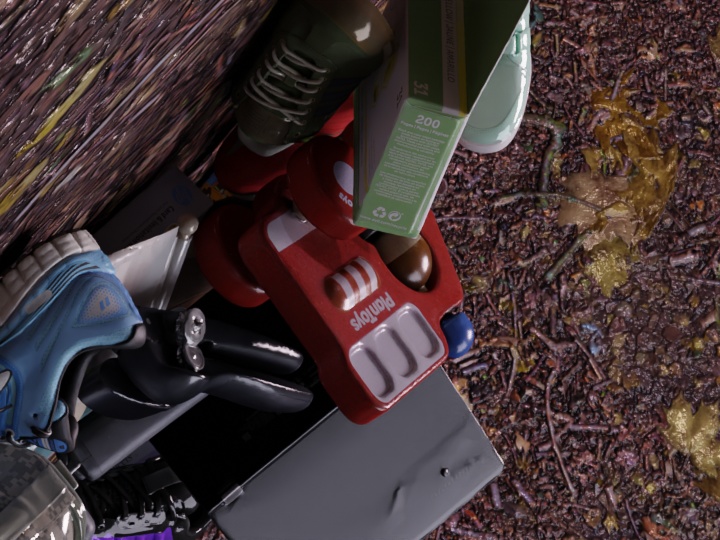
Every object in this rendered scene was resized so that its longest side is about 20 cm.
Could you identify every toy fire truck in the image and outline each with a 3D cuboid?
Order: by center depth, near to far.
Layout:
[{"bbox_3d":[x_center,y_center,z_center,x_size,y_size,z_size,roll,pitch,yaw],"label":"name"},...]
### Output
[{"bbox_3d":[0.000,0.000,1.438,0.112,0.168,0.200,-34,180,30],"label":"toy fire truck"}]

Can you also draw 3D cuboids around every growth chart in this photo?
[{"bbox_3d":[-0.158,0.035,1.318,0.145,0.018,0.200,-64,165,18],"label":"growth chart"}]

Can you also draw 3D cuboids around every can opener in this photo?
[{"bbox_3d":[-0.093,0.056,1.376,0.078,0.064,0.200,-18,167,31],"label":"can opener"},{"bbox_3d":[-0.163,0.127,1.414,0.200,0.067,0.053,-37,-169,-20],"label":"can opener"}]

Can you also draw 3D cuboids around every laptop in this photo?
[{"bbox_3d":[-0.038,0.105,1.535,0.187,0.200,0.116,-38,156,-8],"label":"laptop"}]

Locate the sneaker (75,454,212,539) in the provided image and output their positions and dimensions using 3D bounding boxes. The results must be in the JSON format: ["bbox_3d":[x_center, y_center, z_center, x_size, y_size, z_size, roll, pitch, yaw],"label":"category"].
[{"bbox_3d":[-0.171,0.162,1.562,0.099,0.070,0.200,-30,158,22],"label":"sneaker"}]

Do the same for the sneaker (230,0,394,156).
[{"bbox_3d":[-0.036,-0.114,1.348,0.090,0.067,0.200,-53,-177,-9],"label":"sneaker"}]

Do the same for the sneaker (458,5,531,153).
[{"bbox_3d":[0.076,-0.179,1.476,0.118,0.073,0.202,-27,117,-84],"label":"sneaker"}]

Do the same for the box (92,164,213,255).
[{"bbox_3d":[-0.189,0.035,1.441,0.156,0.041,0.200,-46,179,-42],"label":"box"}]

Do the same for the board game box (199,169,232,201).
[{"bbox_3d":[-0.062,-0.100,1.702,0.200,0.037,0.151,-47,180,18],"label":"board game box"}]

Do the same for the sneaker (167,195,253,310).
[{"bbox_3d":[-0.059,-0.017,1.581,0.199,0.076,0.070,-14,-156,-18],"label":"sneaker"}]

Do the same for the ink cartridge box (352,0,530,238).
[{"bbox_3d":[0.047,-0.139,1.332,0.146,0.048,0.201,-89,-163,-48],"label":"ink cartridge box"}]

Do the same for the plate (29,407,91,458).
[{"bbox_3d":[-0.208,0.104,1.440,0.200,0.026,0.200,-47,177,-3],"label":"plate"}]

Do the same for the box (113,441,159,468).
[{"bbox_3d":[-0.124,0.101,1.602,0.200,0.042,0.039,-34,171,28],"label":"box"}]

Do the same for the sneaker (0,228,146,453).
[{"bbox_3d":[-0.194,0.073,1.173,0.200,0.090,0.078,-44,179,5],"label":"sneaker"}]

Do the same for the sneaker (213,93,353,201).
[{"bbox_3d":[-0.037,-0.117,1.511,0.199,0.077,0.085,-32,145,32],"label":"sneaker"}]

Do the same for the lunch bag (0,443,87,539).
[{"bbox_3d":[-0.257,0.192,1.244,0.168,0.140,0.200,-38,-175,41],"label":"lunch bag"}]
